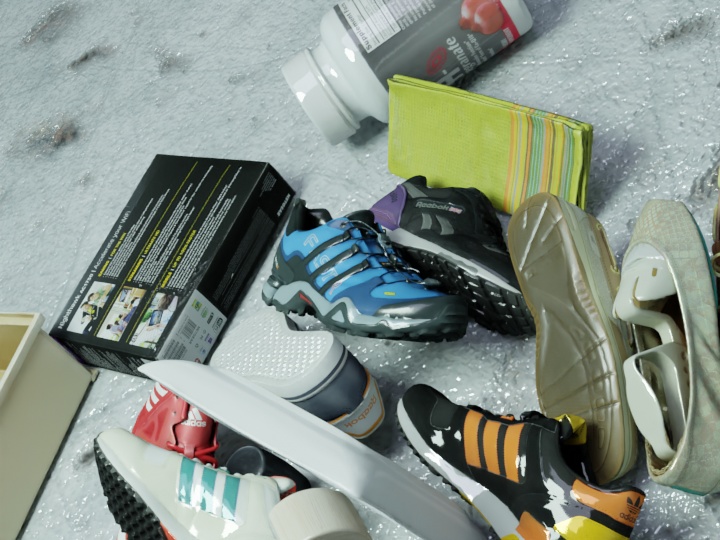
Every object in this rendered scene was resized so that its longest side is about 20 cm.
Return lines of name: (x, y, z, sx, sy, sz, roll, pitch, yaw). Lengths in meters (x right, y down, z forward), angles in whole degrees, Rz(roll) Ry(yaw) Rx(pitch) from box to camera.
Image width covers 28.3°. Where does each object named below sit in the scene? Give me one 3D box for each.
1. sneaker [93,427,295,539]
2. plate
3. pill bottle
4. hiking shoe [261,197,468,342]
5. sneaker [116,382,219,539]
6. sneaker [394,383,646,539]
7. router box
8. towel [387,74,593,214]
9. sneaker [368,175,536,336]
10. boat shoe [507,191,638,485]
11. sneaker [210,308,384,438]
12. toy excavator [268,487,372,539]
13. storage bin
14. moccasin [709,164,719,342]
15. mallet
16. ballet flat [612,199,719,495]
sneaker: (-0.096, 0.164, 0.964, 0.093, 0.071, 0.199, -32, 52, -31)
plate: (-0.018, 0.120, 0.908, 0.199, 0.200, 0.032, 23, 79, 39)
pill bottle: (0.036, -0.195, 1.202, 0.199, 0.111, 0.111, -34, 43, 8)
hiking shoe: (0.000, 0.000, 1.029, 0.199, 0.074, 0.087, 14, 95, 45)
sneaker: (-0.131, 0.149, 1.030, 0.201, 0.078, 0.116, 63, 142, 46)
sneaker: (0.104, 0.119, 0.916, 0.090, 0.070, 0.200, -53, 44, 7)
router box: (-0.162, -0.006, 1.232, 0.148, 0.051, 0.201, 8, 61, 41)
towel: (0.093, -0.091, 1.101, 0.018, 0.087, 0.199, -16, 28, -42)
sneaker: (0.078, -0.024, 1.064, 0.088, 0.076, 0.200, -47, 43, -15)
boat shoe: (0.155, 0.043, 0.949, 0.074, 0.066, 0.201, -30, 61, 45)
sneaker: (-0.049, 0.085, 1.069, 0.078, 0.079, 0.200, -47, 21, -12)
toy excavator: (-0.042, 0.237, 0.841, 0.194, 0.200, 0.100, -38, 44, 4)
storage bin: (-0.355, 0.142, 1.219, 0.197, 0.094, 0.201, 0, 57, 35)
moccasin: (0.260, -0.009, 0.915, 0.073, 0.078, 0.202, -7, 52, 30)
mallet: (-0.072, 0.227, 0.998, 0.041, 0.066, 0.202, -9, 66, 33)
ballet flat: (0.191, 0.040, 0.894, 0.067, 0.062, 0.201, 133, 135, -54)
